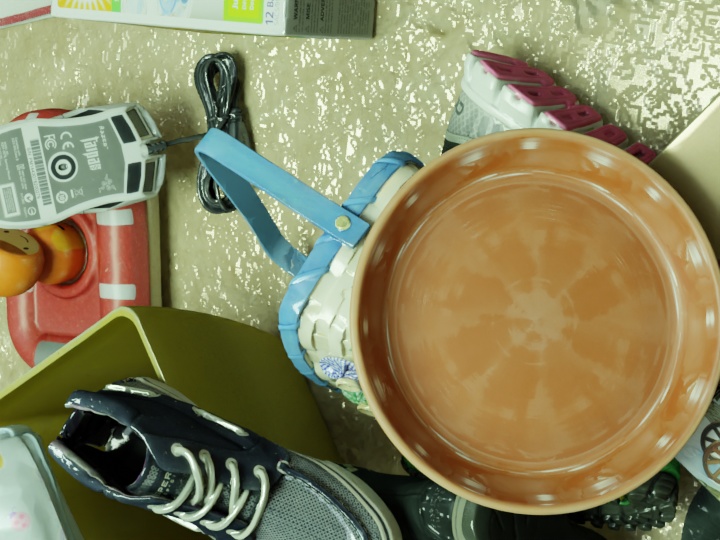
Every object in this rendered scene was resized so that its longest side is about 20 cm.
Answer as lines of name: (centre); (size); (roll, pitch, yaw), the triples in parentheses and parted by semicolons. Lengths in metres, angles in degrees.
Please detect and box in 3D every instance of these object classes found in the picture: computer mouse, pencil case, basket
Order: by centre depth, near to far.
pencil case: (-0.189, 0.194, 0.915); (0.091, 0.083, 0.201); (-40, 74, 32)
basket: (0.000, 0.000, 0.917); (0.200, 0.176, 0.139); (35, 81, 27)
computer mouse: (-0.172, -0.079, 1.039); (0.044, 0.199, 0.111); (-168, 67, -71)

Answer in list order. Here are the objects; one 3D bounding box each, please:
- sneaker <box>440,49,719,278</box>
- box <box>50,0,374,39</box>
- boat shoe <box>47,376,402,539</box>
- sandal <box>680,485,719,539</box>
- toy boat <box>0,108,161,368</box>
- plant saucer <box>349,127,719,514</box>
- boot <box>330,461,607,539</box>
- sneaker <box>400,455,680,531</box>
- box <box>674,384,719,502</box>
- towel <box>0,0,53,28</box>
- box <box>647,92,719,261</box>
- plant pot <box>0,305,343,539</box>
sneaker: (0.122, -0.042, 0.900); (0.200, 0.074, 0.088); (42, 122, 21)
box: (-0.096, -0.212, 1.002); (0.199, 0.101, 0.113); (11, 101, 32)
boat shoe: (-0.078, 0.122, 0.836); (0.199, 0.093, 0.075); (23, 97, 19)
sandal: (0.204, 0.211, 0.889); (0.075, 0.048, 0.202); (21, 108, 30)
toy boat: (-0.223, -0.014, 1.093); (0.130, 0.130, 0.202); (2, 97, 33)
plant saucer: (0.093, 0.026, 0.812); (0.199, 0.032, 0.202); (0, 86, -3)
boot: (0.066, 0.176, 0.917); (0.153, 0.204, 0.074); (0, 55, 41)
sneaker: (0.111, 0.111, 0.936); (0.199, 0.078, 0.086); (-7, 56, 40)
box: (0.280, 0.114, 0.811); (0.200, 0.038, 0.137); (44, 118, 9)
towel: (-0.246, -0.289, 1.140); (0.143, 0.023, 0.202); (-5, 93, 35)
box: (0.271, -0.061, 0.801); (0.163, 0.021, 0.200); (45, 116, 4)
plant pot: (-0.118, 0.142, 1.016); (0.199, 0.176, 0.201); (-32, 79, 33)
